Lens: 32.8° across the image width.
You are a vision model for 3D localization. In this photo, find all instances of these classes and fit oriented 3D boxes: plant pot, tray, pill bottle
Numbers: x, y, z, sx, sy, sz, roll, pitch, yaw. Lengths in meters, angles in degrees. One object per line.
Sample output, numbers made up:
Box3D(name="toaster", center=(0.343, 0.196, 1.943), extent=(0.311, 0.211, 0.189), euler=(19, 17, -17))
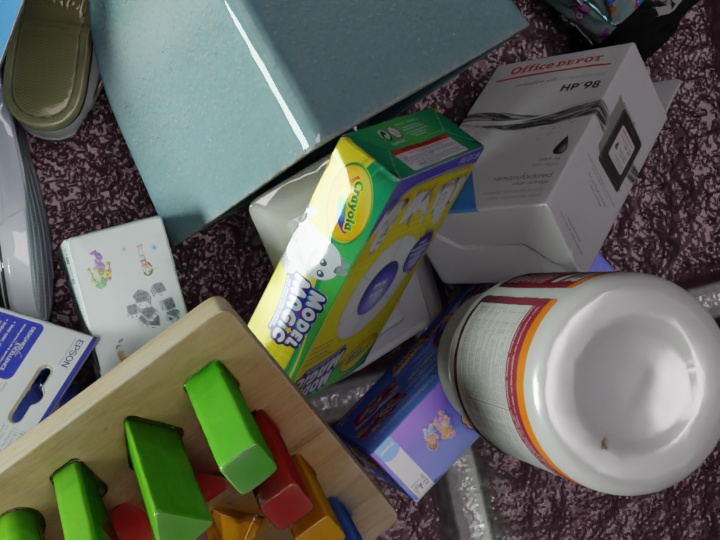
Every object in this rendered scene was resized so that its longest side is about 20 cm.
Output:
Box3D(name="plant pot", center=(-0.058, -0.167, 0.759), extent=(0.196, 0.195, 0.201), euler=(-34, 95, -36))
Box3D(name="tray", center=(0.000, 0.000, 0.820), extent=(0.107, 0.022, 0.201), euler=(-31, 139, -10))
Box3D(name="pill bottle", center=(0.113, 0.056, 0.682), extent=(0.108, 0.200, 0.111), euler=(0, 89, -12))

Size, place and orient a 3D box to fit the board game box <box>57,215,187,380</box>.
Box3D(name="board game box", center=(-0.138, 0.072, 0.792), extent=(0.064, 0.147, 0.202), euler=(-15, 94, -14))

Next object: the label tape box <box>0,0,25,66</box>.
Box3D(name="label tape box", center=(-0.286, -0.158, 0.760), extent=(0.198, 0.063, 0.146), euler=(18, 86, 15))

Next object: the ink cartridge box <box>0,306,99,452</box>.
Box3D(name="ink cartridge box", center=(-0.256, 0.060, 0.728), extent=(0.198, 0.037, 0.095), euler=(13, 56, 23))

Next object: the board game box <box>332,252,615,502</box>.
Box3D(name="board game box", center=(0.075, 0.061, 0.846), extent=(0.200, 0.134, 0.045), euler=(-45, 99, -8))

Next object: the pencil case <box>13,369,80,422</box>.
Box3D(name="pencil case", center=(-0.196, 0.150, 0.811), extent=(0.078, 0.086, 0.202), euler=(-23, 96, -37))

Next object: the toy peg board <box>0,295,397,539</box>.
Box3D(name="toy peg board", center=(-0.092, 0.158, 0.665), extent=(0.199, 0.098, 0.200), euler=(-36, 124, 0))

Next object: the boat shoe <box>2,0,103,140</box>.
Box3D(name="boat shoe", center=(-0.192, -0.186, 0.819), extent=(0.074, 0.068, 0.202), euler=(15, 82, -2))

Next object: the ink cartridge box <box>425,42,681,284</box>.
Box3D(name="ink cartridge box", center=(0.127, -0.085, 0.826), extent=(0.067, 0.115, 0.201), euler=(55, 51, -31))

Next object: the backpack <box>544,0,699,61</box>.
Box3D(name="backpack", center=(0.170, -0.264, 0.871), extent=(0.200, 0.127, 0.167), euler=(42, 85, -6))

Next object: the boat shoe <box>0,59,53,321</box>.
Box3D(name="boat shoe", center=(-0.254, -0.056, 0.812), extent=(0.070, 0.072, 0.202), euler=(-13, 82, -4))

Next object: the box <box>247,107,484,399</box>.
Box3D(name="box", center=(-0.010, 0.006, 0.727), extent=(0.048, 0.117, 0.201), euler=(38, 120, 15))
